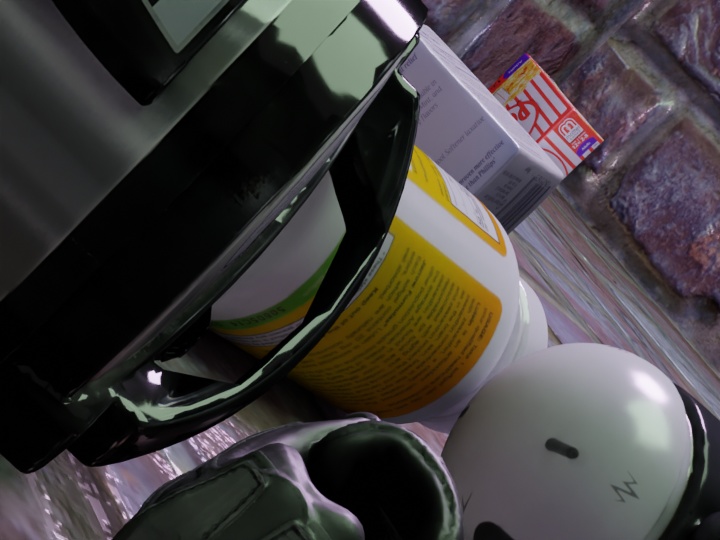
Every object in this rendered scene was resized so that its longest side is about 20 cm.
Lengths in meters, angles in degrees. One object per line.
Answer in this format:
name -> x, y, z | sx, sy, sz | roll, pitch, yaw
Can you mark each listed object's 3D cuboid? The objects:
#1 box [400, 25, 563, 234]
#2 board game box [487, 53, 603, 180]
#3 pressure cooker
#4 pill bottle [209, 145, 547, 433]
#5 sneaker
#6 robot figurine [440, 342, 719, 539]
box -> 0.059, -0.128, 1.759 | 0.200, 0.105, 0.184 | 49, 9, 15
board game box -> 0.139, -0.114, 1.928 | 0.046, 0.151, 0.200 | 42, 9, -21
pressure cooker -> -0.078, -0.055, 0.534 | 0.200, 0.176, 0.179 | 46, 5, -7
pill bottle -> 0.000, 0.000, 0.867 | 0.200, 0.111, 0.111 | 36, 13, -50
sneaker -> -0.003, 0.087, 0.504 | 0.071, 0.098, 0.200 | 48, 7, 25
robot figurine -> 0.119, 0.119, 0.866 | 0.200, 0.150, 0.125 | 42, 31, -30
